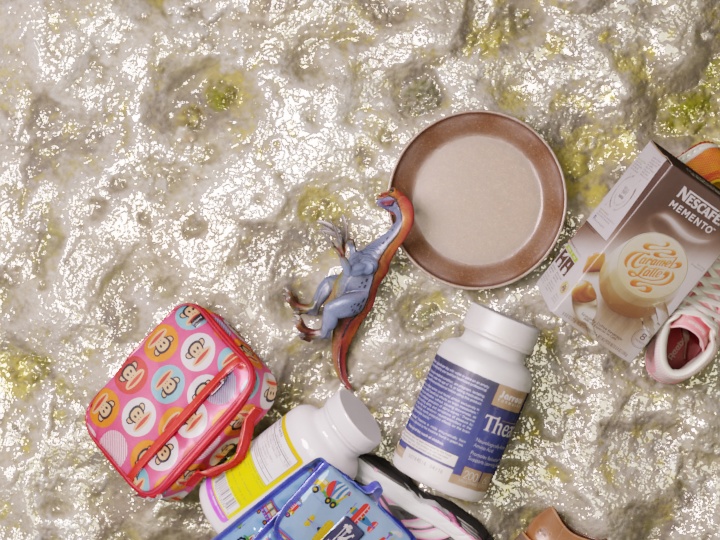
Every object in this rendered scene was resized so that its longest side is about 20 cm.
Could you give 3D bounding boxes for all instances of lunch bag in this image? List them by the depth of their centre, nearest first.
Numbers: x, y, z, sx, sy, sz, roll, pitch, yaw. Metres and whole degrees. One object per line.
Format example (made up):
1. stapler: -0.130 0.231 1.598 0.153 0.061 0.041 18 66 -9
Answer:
1. lunch bag: -0.048 0.296 1.572 0.200 0.094 0.151 -44 110 6
2. lunch bag: -0.192 0.156 1.634 0.200 0.082 0.176 -48 61 5

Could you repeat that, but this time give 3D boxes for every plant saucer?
1. plant saucer: 0.130 -0.079 1.652 0.200 0.037 0.201 0 92 5

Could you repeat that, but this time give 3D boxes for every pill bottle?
1. pill bottle: 0.122 0.142 1.618 0.111 0.111 0.200 23 93 5
2. pill bottle: -0.075 0.218 1.625 0.200 0.104 0.104 -38 87 15

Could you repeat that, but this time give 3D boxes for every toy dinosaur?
1. toy dinosaur: 0.000 0.000 1.645 0.181 0.105 0.200 -32 121 9

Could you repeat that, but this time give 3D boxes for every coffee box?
1. coffee box: 0.296 -0.020 1.562 0.114 0.080 0.200 31 106 -17

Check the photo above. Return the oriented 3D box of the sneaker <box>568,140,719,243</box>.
1. sneaker: 0.320 -0.066 1.616 0.200 0.073 0.077 -31 85 5

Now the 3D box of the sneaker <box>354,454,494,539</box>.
1. sneaker: 0.062 0.291 1.651 0.200 0.080 0.086 33 99 16

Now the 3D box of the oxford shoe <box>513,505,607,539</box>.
1. oxford shoe: 0.268 0.340 1.630 0.200 0.071 0.071 41 89 5

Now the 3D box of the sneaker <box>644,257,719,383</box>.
1. sneaker: 0.376 0.035 1.598 0.075 0.105 0.201 30 92 6
